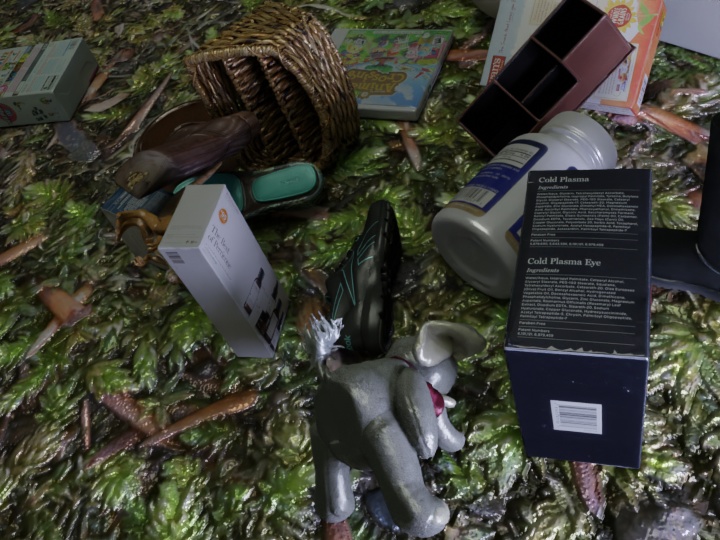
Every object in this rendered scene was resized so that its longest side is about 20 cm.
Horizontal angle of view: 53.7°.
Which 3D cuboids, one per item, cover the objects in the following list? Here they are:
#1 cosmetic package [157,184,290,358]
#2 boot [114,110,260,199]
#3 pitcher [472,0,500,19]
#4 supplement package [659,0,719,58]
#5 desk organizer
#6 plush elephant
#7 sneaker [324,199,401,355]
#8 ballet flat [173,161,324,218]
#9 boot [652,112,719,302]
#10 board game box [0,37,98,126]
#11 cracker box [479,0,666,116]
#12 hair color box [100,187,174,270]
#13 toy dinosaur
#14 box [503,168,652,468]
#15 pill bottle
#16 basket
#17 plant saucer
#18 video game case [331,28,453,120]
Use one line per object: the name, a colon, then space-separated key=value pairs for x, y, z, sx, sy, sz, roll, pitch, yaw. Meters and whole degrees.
cosmetic package: x=-0.135 y=0.007 z=0.753 sx=0.050 sy=0.200 sz=0.083 roll=-1 pitch=53 yaw=17
boot: x=-0.238 y=-0.128 z=0.860 sx=0.186 sy=0.064 sz=0.200 roll=-19 pitch=18 yaw=35
pitcher: x=0.262 y=-0.417 z=1.026 sx=0.200 sy=0.121 sz=0.171 roll=38 pitch=56 yaw=25
supplement package: x=0.475 y=-0.349 z=0.895 sx=0.117 sy=0.117 sz=0.200 roll=-44 pitch=54 yaw=-17
desk organizer: x=0.214 y=-0.218 z=0.841 sx=0.200 sy=0.077 sz=0.072 roll=-48 pitch=48 yaw=18
plush elephant: x=0.037 y=0.124 z=0.657 sx=0.154 sy=0.165 sz=0.201 roll=-10 pitch=78 yaw=-38
sneaker: x=0.000 y=0.000 z=0.799 sx=0.079 sy=0.075 sz=0.201 roll=-3 pitch=52 yaw=18
ballet flat: x=-0.141 y=-0.095 z=0.924 sx=0.199 sy=0.074 sz=0.074 roll=-4 pitch=52 yaw=9
boot: x=0.322 y=-0.059 z=0.661 sx=0.164 sy=0.200 sz=0.066 roll=20 pitch=61 yaw=29
board game box: x=-0.578 y=-0.324 z=1.237 sx=0.199 sy=0.064 sz=0.148 roll=-2 pitch=52 yaw=14
cracker box: x=0.266 y=-0.282 z=0.904 sx=0.199 sy=0.058 sz=0.134 roll=18 pitch=98 yaw=27
hair color box: x=-0.216 y=-0.038 z=0.878 sx=0.200 sy=0.100 sz=0.061 roll=22 pitch=61 yaw=29
toy dinosaur: x=-0.217 y=-0.049 z=0.798 sx=0.106 sy=0.061 sz=0.200 roll=9 pitch=45 yaw=-16
box: x=0.196 y=0.044 z=0.621 sx=0.104 sy=0.200 sz=0.183 roll=2 pitch=54 yaw=20
pill bottle: x=0.183 y=-0.077 z=0.772 sx=0.200 sy=0.120 sz=0.120 roll=-43 pitch=53 yaw=-17
basket: x=-0.101 y=-0.214 z=0.913 sx=0.149 sy=0.200 sz=0.143 roll=-42 pitch=48 yaw=-18
plant saucer: x=-0.254 y=-0.192 z=1.055 sx=0.199 sy=0.032 sz=0.201 roll=-9 pitch=52 yaw=12
video game case: x=0.019 y=-0.297 z=1.057 sx=0.199 sy=0.022 sz=0.182 roll=9 pitch=57 yaw=23
